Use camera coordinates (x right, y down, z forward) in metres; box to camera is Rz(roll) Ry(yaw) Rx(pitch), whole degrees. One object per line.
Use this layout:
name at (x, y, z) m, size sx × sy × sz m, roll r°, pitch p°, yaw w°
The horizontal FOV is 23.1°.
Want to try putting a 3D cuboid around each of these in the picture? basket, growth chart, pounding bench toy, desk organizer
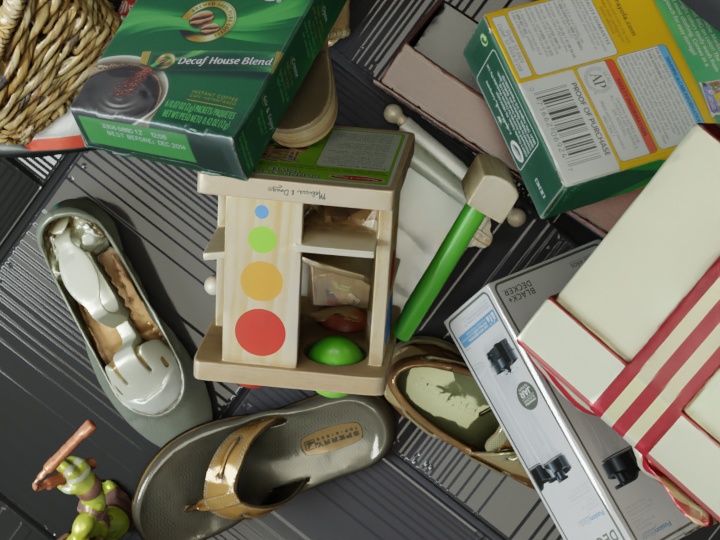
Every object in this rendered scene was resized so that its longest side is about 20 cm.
basket at (-0.270, -0.195, 1.146) m, size 0.142 × 0.149 × 0.201 m, roll -38°, pitch 68°, yaw 7°
growth chart at (-0.002, -0.018, 1.234) m, size 0.145 × 0.018 × 0.200 m, roll 45°, pitch 97°, yaw 1°
pounding bench toy at (0.000, 0.000, 1.151) m, size 0.198 × 0.124 × 0.157 m, roll 5°, pitch 111°, yaw 5°
desk organizer at (0.113, -0.103, 1.192) m, size 0.199 × 0.072 × 0.077 m, roll 34°, pitch 94°, yaw 1°

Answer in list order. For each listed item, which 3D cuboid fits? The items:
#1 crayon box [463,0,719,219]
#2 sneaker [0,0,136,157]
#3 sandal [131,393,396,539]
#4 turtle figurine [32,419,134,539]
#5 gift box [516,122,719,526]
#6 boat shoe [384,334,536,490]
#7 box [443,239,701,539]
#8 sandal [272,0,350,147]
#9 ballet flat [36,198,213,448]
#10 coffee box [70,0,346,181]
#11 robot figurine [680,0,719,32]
crayon box at (0.182, -0.122, 1.137) m, size 0.198 × 0.052 × 0.127 m, roll -17°, pitch 72°, yaw -21°
sneaker at (-0.173, -0.141, 1.215) m, size 0.199 × 0.067 × 0.109 m, roll -9°, pitch 93°, yaw 2°
sandal at (-0.068, 0.142, 1.228) m, size 0.198 × 0.055 × 0.082 m, roll -17°, pitch 109°, yaw 3°
turtle figurine at (-0.192, 0.190, 1.195) m, size 0.064 × 0.161 × 0.202 m, roll 18°, pitch 96°, yaw 3°
gift box at (0.219, 0.038, 1.046) m, size 0.184 × 0.200 × 0.187 m, roll 43°, pitch 104°, yaw 16°
boat shoe at (0.103, 0.110, 1.207) m, size 0.198 × 0.074 × 0.076 m, roll 22°, pitch 96°, yaw 3°
box at (0.155, 0.092, 1.157) m, size 0.201 × 0.116 × 0.060 m, roll 60°, pitch 141°, yaw 11°
sandal at (-0.041, -0.162, 1.195) m, size 0.077 × 0.070 × 0.213 m, roll -8°, pitch 58°, yaw 9°
ballet flat at (-0.169, 0.044, 1.230) m, size 0.067 × 0.064 × 0.201 m, roll -28°, pitch 92°, yaw 7°
coffee box at (-0.087, -0.153, 1.120) m, size 0.122 × 0.044 × 0.201 m, roll 13°, pitch 56°, yaw 22°
robot figurine at (0.265, -0.197, 1.091) m, size 0.200 × 0.150 × 0.125 m, roll 40°, pitch 84°, yaw 6°
